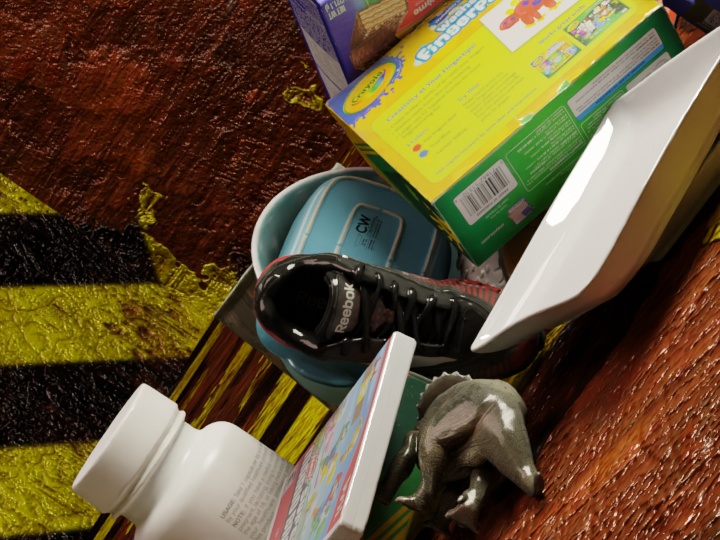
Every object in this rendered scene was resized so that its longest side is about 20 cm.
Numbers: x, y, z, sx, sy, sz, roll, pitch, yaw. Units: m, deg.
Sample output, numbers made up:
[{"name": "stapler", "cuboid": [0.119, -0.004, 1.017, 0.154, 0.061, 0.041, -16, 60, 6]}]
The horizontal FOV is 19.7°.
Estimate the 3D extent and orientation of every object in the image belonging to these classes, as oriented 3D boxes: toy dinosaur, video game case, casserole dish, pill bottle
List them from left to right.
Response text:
[{"name": "pill bottle", "cuboid": [-0.095, 0.172, 1.446, 0.115, 0.199, 0.114, -54, 7, 9]}, {"name": "video game case", "cuboid": [-0.025, 0.144, 1.289, 0.200, 0.017, 0.144, 125, 166, -50]}, {"name": "casserole dish", "cuboid": [0.000, 0.000, 1.470, 0.201, 0.120, 0.039, -68, -4, -47]}, {"name": "toy dinosaur", "cuboid": [0.060, 0.100, 1.219, 0.103, 0.076, 0.200, -65, 5, -13]}]

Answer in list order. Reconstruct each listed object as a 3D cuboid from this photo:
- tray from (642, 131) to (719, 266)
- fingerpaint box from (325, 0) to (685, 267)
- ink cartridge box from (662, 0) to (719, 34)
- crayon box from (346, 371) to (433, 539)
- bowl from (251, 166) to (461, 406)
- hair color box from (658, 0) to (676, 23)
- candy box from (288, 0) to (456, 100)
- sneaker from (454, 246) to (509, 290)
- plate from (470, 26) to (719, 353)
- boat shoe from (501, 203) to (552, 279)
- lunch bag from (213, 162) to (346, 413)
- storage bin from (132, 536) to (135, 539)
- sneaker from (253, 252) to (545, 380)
[{"name": "tray", "cuboid": [0.191, -0.061, 1.280, 0.108, 0.022, 0.200, -55, 7, 16]}, {"name": "fingerpaint box", "cuboid": [0.100, -0.122, 1.412, 0.200, 0.073, 0.167, -41, 39, -4]}, {"name": "ink cartridge box", "cuboid": [0.231, -0.250, 1.403, 0.201, 0.136, 0.076, -59, 5, -30]}, {"name": "crayon box", "cuboid": [-0.007, 0.169, 1.343, 0.127, 0.050, 0.201, 141, 151, -72]}, {"name": "bowl", "cuboid": [0.012, 0.029, 1.546, 0.201, 0.199, 0.106, -62, -11, -46]}, {"name": "hair color box", "cuboid": [0.189, -0.161, 1.607, 0.102, 0.061, 0.200, -53, 6, 33]}, {"name": "candy box", "cuboid": [0.046, -0.189, 1.508, 0.168, 0.077, 0.201, -34, -37, -7]}, {"name": "sneaker", "cuboid": [0.113, -0.032, 1.500, 0.201, 0.080, 0.077, -94, 23, -50]}, {"name": "plate", "cuboid": [0.153, -0.042, 1.230, 0.200, 0.032, 0.200, -58, 7, -19]}, {"name": "boat shoe", "cuboid": [0.142, -0.050, 1.436, 0.070, 0.070, 0.201, 79, -159, -49]}, {"name": "lunch bag", "cuboid": [-0.004, 0.017, 1.699, 0.118, 0.164, 0.200, -53, 3, -36]}, {"name": "storage bin", "cuboid": [-0.140, 0.284, 1.522, 0.146, 0.134, 0.200, -54, 6, 17]}, {"name": "sneaker", "cuboid": [0.019, 0.032, 1.344, 0.098, 0.199, 0.072, 13, -92, -78]}]
